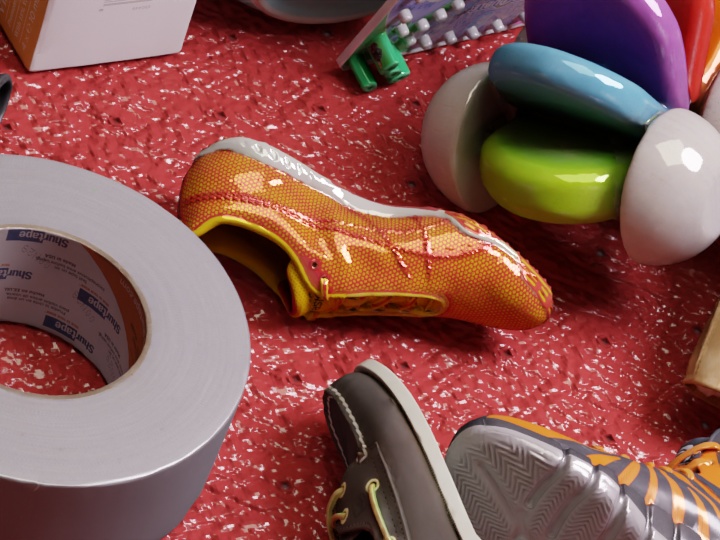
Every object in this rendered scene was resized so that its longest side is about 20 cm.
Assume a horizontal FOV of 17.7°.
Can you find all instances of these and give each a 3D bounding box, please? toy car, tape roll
[{"bbox_3d":[0.137,-0.106,1.238,0.174,0.151,0.200,19,39,31],"label":"toy car"},{"bbox_3d":[-0.153,0.039,1.050,0.199,0.066,0.201,13,44,-12],"label":"tape roll"}]

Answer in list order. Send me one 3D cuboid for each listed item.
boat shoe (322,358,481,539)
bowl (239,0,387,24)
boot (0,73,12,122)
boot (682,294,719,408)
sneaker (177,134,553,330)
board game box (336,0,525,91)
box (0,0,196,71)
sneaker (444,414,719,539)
[{"bbox_3d":[0.018,0.120,1.039,0.060,0.072,0.202,-20,46,-11],"label":"boat shoe"},{"bbox_3d":[-0.016,-0.211,1.300,0.199,0.201,0.106,-3,68,-27],"label":"bowl"},{"bbox_3d":[-0.220,-0.103,1.085,0.131,0.070,0.201,19,54,8],"label":"boot"},{"bbox_3d":[0.271,0.000,1.225,0.174,0.066,0.201,24,79,-18],"label":"boot"},{"bbox_3d":[0.000,0.000,1.173,0.199,0.073,0.078,17,64,-2],"label":"sneaker"},{"bbox_3d":[0.110,-0.175,1.297,0.199,0.200,0.026,-18,74,-37],"label":"board game box"},{"bbox_3d":[-0.168,-0.225,1.271,0.097,0.125,0.200,-11,51,-32],"label":"box"},{"bbox_3d":[0.131,0.112,1.105,0.199,0.078,0.112,33,36,-10],"label":"sneaker"}]
